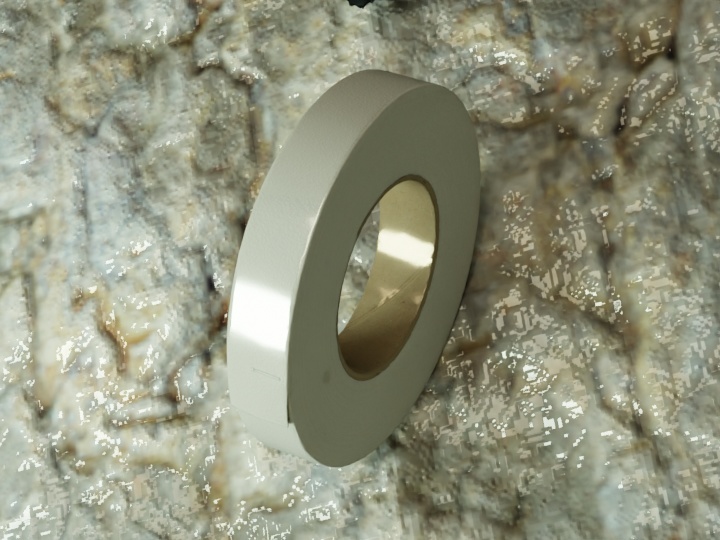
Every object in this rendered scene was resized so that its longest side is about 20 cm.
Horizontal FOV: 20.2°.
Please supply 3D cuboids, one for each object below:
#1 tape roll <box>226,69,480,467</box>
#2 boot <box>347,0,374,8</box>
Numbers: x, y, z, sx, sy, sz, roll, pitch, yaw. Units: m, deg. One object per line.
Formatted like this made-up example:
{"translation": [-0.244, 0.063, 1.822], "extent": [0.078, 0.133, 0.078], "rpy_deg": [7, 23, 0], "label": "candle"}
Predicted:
{"translation": [0.000, 0.000, 1.015], "extent": [0.037, 0.203, 0.203], "rpy_deg": [18, 79, 25], "label": "tape roll"}
{"translation": [0.058, -0.205, 1.133], "extent": [0.168, 0.076, 0.200], "rpy_deg": [-44, 56, -2], "label": "boot"}
